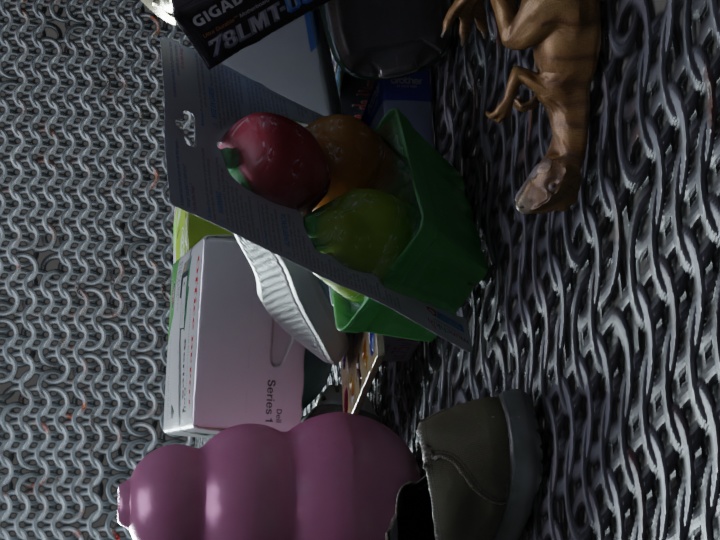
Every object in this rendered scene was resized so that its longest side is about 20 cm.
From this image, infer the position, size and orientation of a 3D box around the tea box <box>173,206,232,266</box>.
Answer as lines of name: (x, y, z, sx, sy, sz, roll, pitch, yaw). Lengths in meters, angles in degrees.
tea box: (-0.108, 0.009, 1.781, 0.200, 0.132, 0.198, 124, 147, -74)

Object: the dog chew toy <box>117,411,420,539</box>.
dog chew toy: (-0.062, 0.157, 1.256, 0.125, 0.198, 0.126, -179, 90, -81)

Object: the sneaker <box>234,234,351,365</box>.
sneaker: (-0.023, -0.005, 1.247, 0.074, 0.082, 0.200, 40, 165, 22)

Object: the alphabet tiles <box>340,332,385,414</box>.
alphabet tiles: (0.000, 0.000, 1.275, 0.200, 0.007, 0.168, 111, 158, -67)

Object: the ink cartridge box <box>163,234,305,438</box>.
ink cartridge box: (-0.099, 0.055, 1.459, 0.200, 0.084, 0.147, 151, 122, -77)

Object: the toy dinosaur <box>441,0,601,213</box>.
toy dinosaur: (0.091, -0.129, 0.861, 0.106, 0.060, 0.202, 30, 126, 52)

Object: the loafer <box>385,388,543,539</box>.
loafer: (0.045, 0.139, 0.999, 0.075, 0.069, 0.201, -99, 14, -50)

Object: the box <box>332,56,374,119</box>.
box: (-0.006, -0.171, 1.474, 0.200, 0.037, 0.137, 105, 164, -56)

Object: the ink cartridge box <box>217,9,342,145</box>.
ink cartridge box: (-0.061, -0.135, 1.318, 0.200, 0.084, 0.146, 65, -165, -86)

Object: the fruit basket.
fruit basket: (-0.030, -0.042, 1.086, 0.094, 0.199, 0.186, -58, 25, 28)

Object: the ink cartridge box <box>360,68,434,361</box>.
ink cartridge box: (0.023, -0.051, 1.273, 0.119, 0.042, 0.202, 116, 156, -68)

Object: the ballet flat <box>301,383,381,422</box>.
ballet flat: (-0.020, 0.117, 1.437, 0.200, 0.067, 0.064, 130, 152, -74)

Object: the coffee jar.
coffee jar: (0.006, -0.214, 1.240, 0.200, 0.085, 0.105, -103, 2, -56)

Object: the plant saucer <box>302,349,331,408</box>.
plant saucer: (-0.045, 0.024, 1.505, 0.200, 0.036, 0.202, -176, 90, -78)

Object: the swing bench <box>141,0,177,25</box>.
swing bench: (-0.122, -0.322, 1.722, 0.199, 0.198, 0.131, 111, 159, -65)

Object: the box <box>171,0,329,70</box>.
box: (-0.025, -0.226, 1.139, 0.050, 0.197, 0.200, 59, -170, -31)
